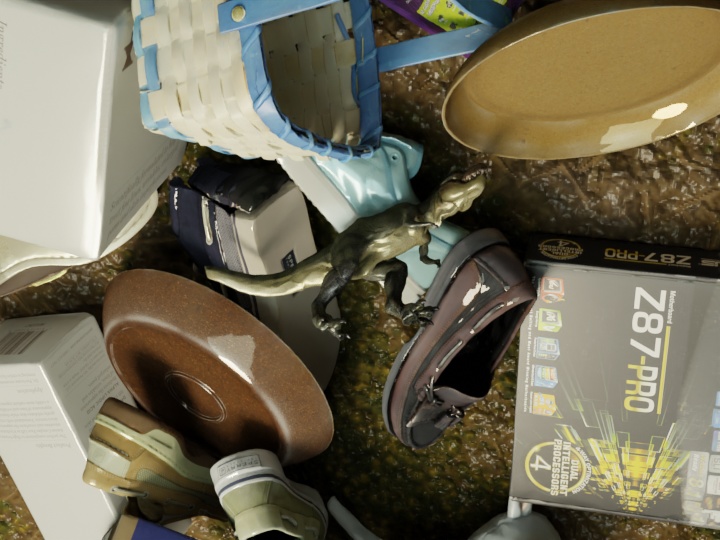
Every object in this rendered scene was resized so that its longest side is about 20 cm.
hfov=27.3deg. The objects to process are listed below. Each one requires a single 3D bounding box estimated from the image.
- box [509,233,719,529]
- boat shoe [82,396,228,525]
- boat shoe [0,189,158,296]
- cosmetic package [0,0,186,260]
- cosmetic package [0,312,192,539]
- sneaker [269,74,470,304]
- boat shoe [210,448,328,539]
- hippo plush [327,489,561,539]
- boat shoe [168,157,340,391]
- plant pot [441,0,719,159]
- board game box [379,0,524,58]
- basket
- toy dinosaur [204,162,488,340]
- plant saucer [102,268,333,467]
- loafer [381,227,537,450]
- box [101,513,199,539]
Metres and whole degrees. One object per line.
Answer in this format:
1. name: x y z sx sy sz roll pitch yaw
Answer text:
1. box: 0.188 0.079 1.036 0.159 0.049 0.202 6 118 9
2. boat shoe: -0.150 0.161 1.104 0.071 0.077 0.200 18 164 31
3. boat shoe: -0.235 -0.026 1.084 0.198 0.060 0.072 -25 90 8
4. cosmetic package: -0.224 -0.135 0.964 0.198 0.165 0.166 16 121 8
5. cosmetic package: -0.221 0.137 1.155 0.101 0.074 0.201 -4 119 36
6. sneaker: -0.002 -0.075 1.003 0.082 0.074 0.200 -39 102 4
7. boat shoe: -0.067 0.191 1.100 0.071 0.063 0.200 -16 155 6
8. hippo plush: 0.087 0.259 1.116 0.159 0.200 0.160 -21 118 -1
9. boat shoe: -0.076 0.006 1.066 0.092 0.075 0.202 21 135 35
10. plant pot: 0.145 -0.119 0.887 0.198 0.200 0.028 -15 71 22
11. board game box: 0.066 -0.219 0.877 0.119 0.032 0.200 30 144 -5
12. basket: -0.024 -0.137 0.867 0.198 0.176 0.141 -6 83 22
13. toy dinosaur: 0.000 0.000 0.949 0.198 0.089 0.048 -21 142 7
14. plant saucer: -0.112 0.082 1.077 0.199 0.035 0.201 24 148 17
15. loafer: 0.068 0.063 1.028 0.063 0.071 0.201 48 139 31
16. box: -0.093 0.233 1.080 0.198 0.033 0.121 24 158 -9
